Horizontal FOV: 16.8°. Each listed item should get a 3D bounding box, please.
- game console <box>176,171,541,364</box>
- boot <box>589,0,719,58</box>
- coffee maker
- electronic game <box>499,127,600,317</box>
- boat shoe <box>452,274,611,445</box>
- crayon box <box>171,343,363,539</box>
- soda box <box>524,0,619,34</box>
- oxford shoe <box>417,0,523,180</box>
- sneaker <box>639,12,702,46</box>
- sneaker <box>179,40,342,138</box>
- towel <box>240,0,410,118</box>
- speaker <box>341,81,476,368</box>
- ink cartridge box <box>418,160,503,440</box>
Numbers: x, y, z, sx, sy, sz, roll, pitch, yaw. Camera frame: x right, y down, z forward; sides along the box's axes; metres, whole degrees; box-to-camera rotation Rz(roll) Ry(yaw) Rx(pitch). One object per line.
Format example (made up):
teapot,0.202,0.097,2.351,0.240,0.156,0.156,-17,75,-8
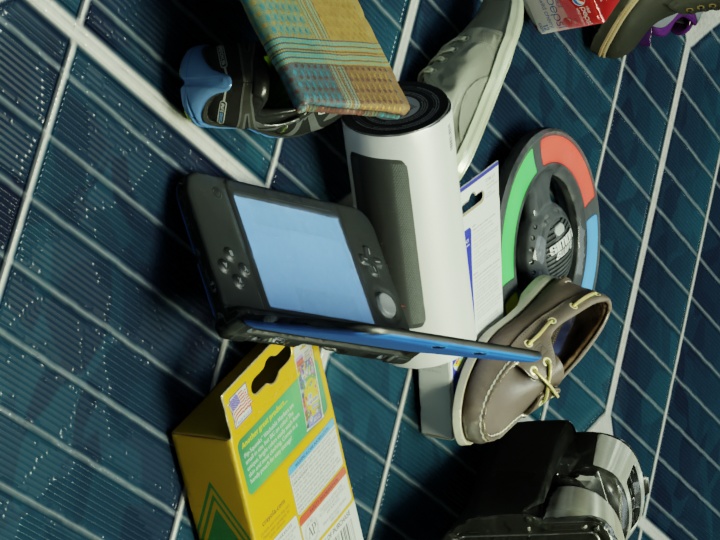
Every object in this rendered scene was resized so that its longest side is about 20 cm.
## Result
game console,0.000,0.000,1.603,0.199,0.118,0.172,11,53,-51
boot,0.302,-0.227,2.082,0.200,0.138,0.078,-51,-179,32
coffee maker,0.123,0.198,1.903,0.200,0.191,0.136,-61,170,-71
electronic game,0.152,-0.018,2.028,0.200,0.041,0.202,-12,103,-59
boat shoe,0.135,0.072,1.919,0.200,0.059,0.072,-47,138,-47
crayon box,-0.063,0.137,1.661,0.126,0.051,0.201,-46,132,-49
soda box,0.201,-0.278,2.045,0.200,0.070,0.064,-54,126,-43
oxford shoe,0.076,-0.150,1.864,0.075,0.057,0.201,-48,-163,58
sneaker,0.307,-0.270,2.257,0.199,0.074,0.088,-26,130,-46
sneaker,-0.043,-0.122,1.633,0.199,0.082,0.071,-10,102,-62
towel,-0.048,-0.188,1.581,0.146,0.022,0.201,-2,63,-60
speaker,0.037,-0.031,1.766,0.081,0.081,0.201,-49,141,-46
ink cartridge box,0.077,0.021,1.893,0.095,0.037,0.202,-36,131,-53
